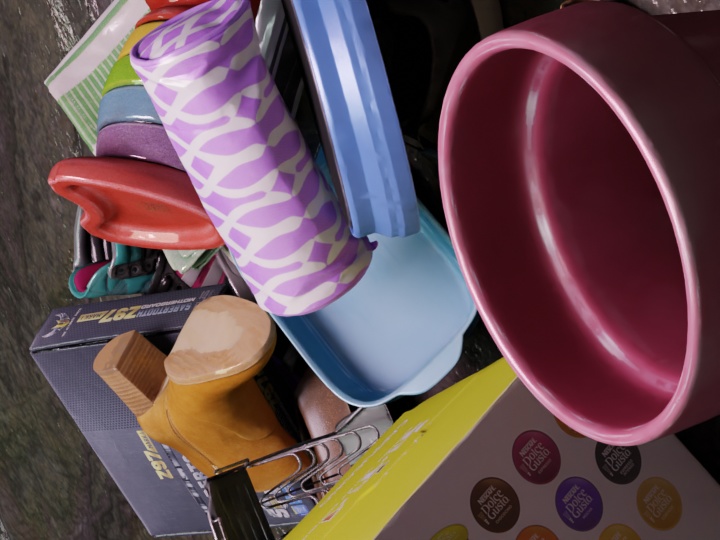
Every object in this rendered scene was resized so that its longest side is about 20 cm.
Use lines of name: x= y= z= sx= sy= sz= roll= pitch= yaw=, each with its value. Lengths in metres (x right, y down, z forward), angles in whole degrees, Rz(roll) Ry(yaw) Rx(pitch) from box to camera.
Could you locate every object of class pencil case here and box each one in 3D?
pencil case: x=-0.059 y=-0.067 z=1.440 sx=0.084 sy=0.085 sz=0.200 roll=18 pitch=140 yaw=56

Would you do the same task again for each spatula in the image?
spatula: x=-0.044 y=0.038 z=1.727 sx=0.056 sy=0.021 sz=0.200 roll=39 pitch=142 yaw=34

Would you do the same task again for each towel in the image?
towel: x=-0.121 y=-0.114 z=1.638 sx=0.153 sy=0.023 sz=0.200 roll=-47 pitch=58 yaw=14

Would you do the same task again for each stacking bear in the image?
stacking bear: x=-0.114 y=-0.124 z=1.564 sx=0.113 sy=0.201 sz=0.121 roll=8 pitch=163 yaw=13

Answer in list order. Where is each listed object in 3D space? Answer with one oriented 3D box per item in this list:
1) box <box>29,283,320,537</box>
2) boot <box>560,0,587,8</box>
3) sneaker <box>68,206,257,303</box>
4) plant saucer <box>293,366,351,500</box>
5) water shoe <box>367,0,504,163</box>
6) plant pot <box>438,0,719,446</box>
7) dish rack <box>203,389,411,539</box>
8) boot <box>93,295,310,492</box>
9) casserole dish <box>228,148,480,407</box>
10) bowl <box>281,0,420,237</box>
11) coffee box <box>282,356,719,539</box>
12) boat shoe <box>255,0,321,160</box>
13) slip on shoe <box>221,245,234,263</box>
box: x=-0.125 y=0.106 z=1.761 sx=0.157 sy=0.051 sz=0.200 roll=-7 pitch=127 yaw=30
boot: x=0.157 y=-0.041 z=1.259 sx=0.200 sy=0.074 sz=0.155 roll=36 pitch=137 yaw=39
sneaker: x=-0.149 y=0.008 z=1.779 sx=0.084 sy=0.121 sz=0.200 roll=-18 pitch=96 yaw=62
plant saucer: x=-0.009 y=0.156 z=1.673 sx=0.200 sy=0.032 sz=0.201 roll=163 pitch=90 yaw=-83
water shoe: x=0.052 y=-0.085 z=1.396 sx=0.071 sy=0.079 sz=0.200 roll=2 pitch=114 yaw=60
plant pot: x=0.162 y=-0.039 z=1.121 sx=0.200 sy=0.179 sz=0.200 roll=42 pitch=143 yaw=44
dish rack: x=-0.012 y=0.166 z=1.485 sx=0.054 sy=0.200 sz=0.154 roll=-28 pitch=83 yaw=31
boot: x=-0.078 y=0.090 z=1.633 sx=0.144 sy=0.071 sz=0.201 roll=43 pitch=150 yaw=-25
casserole dish: x=0.000 y=0.000 z=1.540 sx=0.200 sy=0.121 sz=0.039 roll=51 pitch=-170 yaw=27
bowl: x=-0.012 y=-0.112 z=1.354 sx=0.201 sy=0.039 sz=0.201 roll=164 pitch=90 yaw=-88
coffee box: x=0.075 y=0.184 z=1.362 sx=0.198 sy=0.200 sz=0.200 roll=48 pitch=148 yaw=-5
boat shoe: x=-0.032 y=-0.112 z=1.489 sx=0.071 sy=0.072 sz=0.200 roll=20 pitch=118 yaw=20
slip on shoe: x=-0.036 y=-0.006 z=1.614 sx=0.200 sy=0.076 sz=0.061 roll=54 pitch=163 yaw=13
